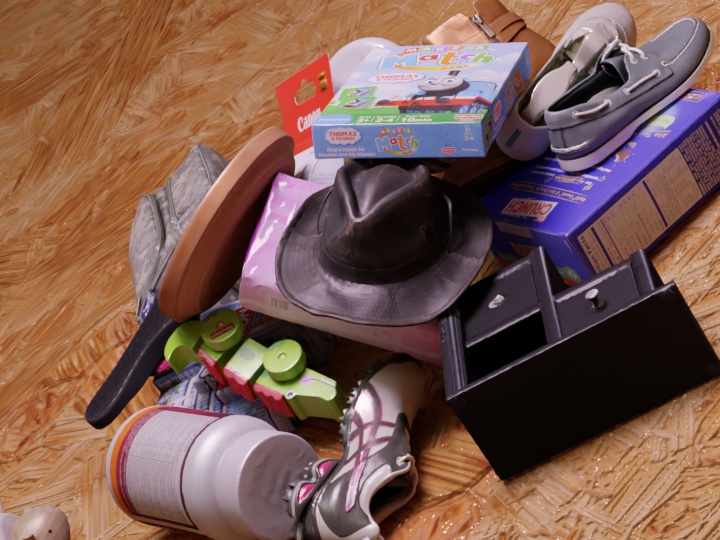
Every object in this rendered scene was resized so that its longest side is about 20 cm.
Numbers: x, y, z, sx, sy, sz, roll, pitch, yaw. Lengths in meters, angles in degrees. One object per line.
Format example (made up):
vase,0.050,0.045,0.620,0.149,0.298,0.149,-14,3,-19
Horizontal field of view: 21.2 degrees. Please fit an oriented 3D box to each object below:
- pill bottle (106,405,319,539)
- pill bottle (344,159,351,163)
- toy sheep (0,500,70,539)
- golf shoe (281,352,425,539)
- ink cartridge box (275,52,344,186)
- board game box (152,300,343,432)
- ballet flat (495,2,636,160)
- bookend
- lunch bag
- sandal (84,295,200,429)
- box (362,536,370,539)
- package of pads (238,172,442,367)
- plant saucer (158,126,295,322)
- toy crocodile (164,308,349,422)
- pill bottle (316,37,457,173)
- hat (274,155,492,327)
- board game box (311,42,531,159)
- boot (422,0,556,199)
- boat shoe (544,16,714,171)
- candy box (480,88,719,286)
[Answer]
pill bottle,-0.127,0.177,1.665,0.200,0.110,0.110,2,44,51
pill bottle,0.006,-0.052,1.895,0.109,0.109,0.200,-39,26,-8
toy sheep,-0.334,0.284,1.718,0.200,0.138,0.138,-45,23,12
golf shoe,0.018,0.155,1.594,0.088,0.077,0.200,10,50,30
ink cartridge box,-0.063,-0.094,1.851,0.047,0.201,0.160,-5,-5,-22
board game box,-0.104,0.089,1.844,0.199,0.062,0.200,-25,27,21
ballet flat,0.196,-0.181,1.753,0.200,0.070,0.069,-49,29,-22
bookend,0.170,0.041,1.556,0.199,0.092,0.199,-27,26,14
lunch bag,-0.171,-0.017,2.035,0.168,0.139,0.200,-48,23,11
sandal,-0.193,0.075,1.869,0.200,0.045,0.075,-55,22,-4
box,-0.047,0.301,1.446,0.200,0.036,0.144,-35,25,-2
package of pads,0.000,0.000,1.710,0.076,0.199,0.121,98,-171,-65
plant saucer,-0.116,-0.038,1.755,0.201,0.032,0.200,-55,-9,-14
toy crocodile,-0.093,0.091,1.730,0.199,0.068,0.062,24,65,32
pill bottle,0.052,-0.158,1.908,0.116,0.117,0.200,-21,-15,28
hat,0.018,-0.045,1.614,0.199,0.081,0.201,-2,43,2
board game box,0.057,-0.151,1.694,0.151,0.037,0.200,0,25,17
boot,0.111,-0.165,1.807,0.200,0.155,0.077,-38,-8,-22
boat shoe,0.237,-0.170,1.695,0.200,0.062,0.073,-43,26,-20
candy box,0.221,-0.078,1.715,0.200,0.077,0.169,-40,25,-16
